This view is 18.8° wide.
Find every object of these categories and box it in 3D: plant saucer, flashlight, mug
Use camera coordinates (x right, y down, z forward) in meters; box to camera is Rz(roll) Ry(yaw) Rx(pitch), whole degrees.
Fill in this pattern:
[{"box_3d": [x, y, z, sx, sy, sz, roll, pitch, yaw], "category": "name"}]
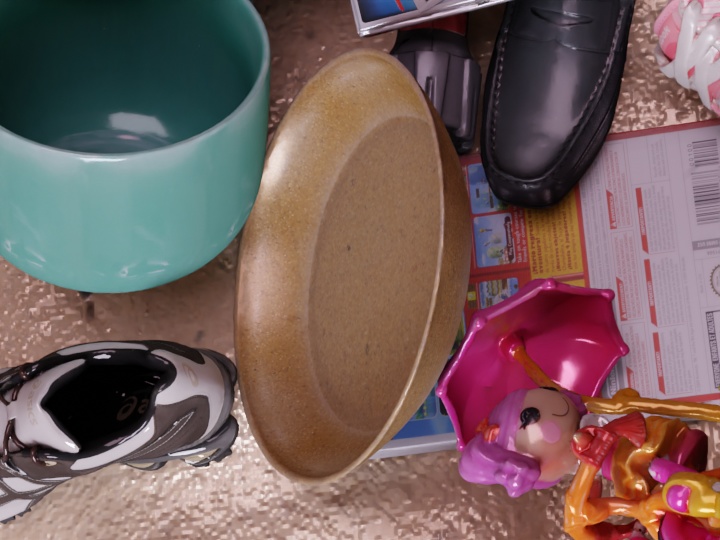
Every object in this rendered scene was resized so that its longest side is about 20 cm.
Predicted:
[{"box_3d": [0.000, 0.000, 1.003, 0.035, 0.200, 0.202, 9, 71, -28], "category": "plant saucer"}, {"box_3d": [0.038, -0.162, 1.060, 0.068, 0.067, 0.202, -8, 74, 47], "category": "flashlight"}, {"box_3d": [-0.107, -0.069, 1.052, 0.184, 0.115, 0.152, -20, 51, -24], "category": "mug"}]

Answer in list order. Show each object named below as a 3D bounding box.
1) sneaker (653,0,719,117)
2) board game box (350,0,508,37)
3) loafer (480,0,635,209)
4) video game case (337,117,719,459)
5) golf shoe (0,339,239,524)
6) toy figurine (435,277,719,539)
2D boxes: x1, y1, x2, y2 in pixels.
[{"box_3d": [0.186, -0.075, 1.001, 0.104, 0.075, 0.202, 4, 66, -10], "category": "sneaker"}, {"box_3d": [0.038, -0.220, 0.998, 0.125, 0.035, 0.202, -12, 93, 12], "category": "board game box"}, {"box_3d": [0.098, -0.128, 1.043, 0.067, 0.070, 0.202, 12, 71, 17], "category": "loafer"}, {"box_3d": [0.091, 0.008, 1.042, 0.198, 0.017, 0.144, -7, 73, 10], "category": "video game case"}, {"box_3d": [-0.160, 0.071, 1.041, 0.198, 0.095, 0.078, -18, 72, 9], "category": "golf shoe"}, {"box_3d": [0.115, 0.073, 0.931, 0.183, 0.151, 0.200, 9, 34, 25], "category": "toy figurine"}]
